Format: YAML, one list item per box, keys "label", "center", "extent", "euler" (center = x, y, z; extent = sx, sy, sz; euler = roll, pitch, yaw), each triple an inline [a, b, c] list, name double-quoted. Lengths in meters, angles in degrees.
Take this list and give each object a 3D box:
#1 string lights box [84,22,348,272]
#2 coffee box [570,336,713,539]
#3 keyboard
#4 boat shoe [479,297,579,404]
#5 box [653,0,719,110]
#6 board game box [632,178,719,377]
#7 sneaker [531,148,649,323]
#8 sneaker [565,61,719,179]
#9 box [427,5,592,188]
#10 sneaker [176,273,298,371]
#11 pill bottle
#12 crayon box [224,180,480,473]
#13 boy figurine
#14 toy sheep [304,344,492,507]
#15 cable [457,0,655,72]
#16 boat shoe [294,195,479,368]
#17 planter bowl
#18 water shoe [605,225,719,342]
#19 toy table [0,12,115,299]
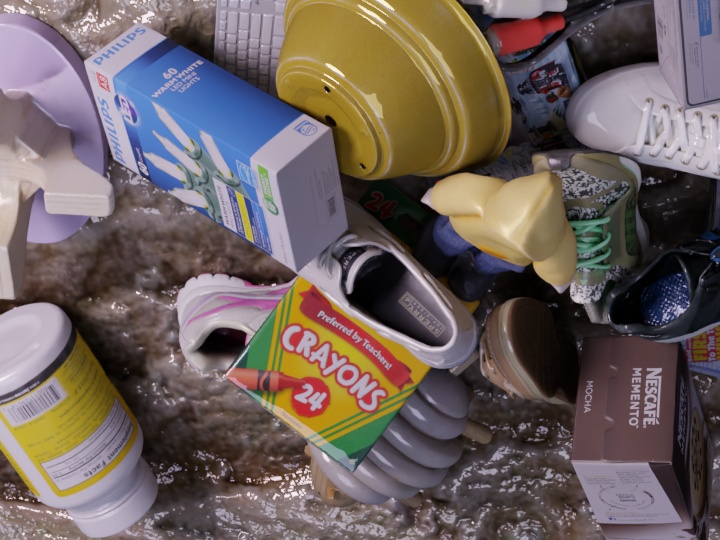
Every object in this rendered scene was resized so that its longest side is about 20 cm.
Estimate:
- label: "string lights box"
  center: [-0.104, -0.092, 1.169]
  extent: [0.200, 0.059, 0.103]
  euler: [31, 149, 31]
- label: "coffee box"
  center: [0.231, 0.149, 1.299]
  extent: [0.080, 0.113, 0.200]
  euler: [-2, 147, 20]
- label: "keyboard"
  center: [-0.082, -0.166, 1.216]
  extent: [0.056, 0.011, 0.201]
  euler: [8, 127, 1]
- label: "boat shoe"
  center: [0.124, 0.071, 1.279]
  extent: [0.064, 0.072, 0.200]
  euler: [-2, 162, 19]
- label: "box"
  center: [0.302, -0.191, 1.088]
  extent: [0.199, 0.060, 0.117]
  euler: [-12, 125, -1]
- label: "board game box"
  center: [0.318, 0.015, 1.265]
  extent: [0.199, 0.062, 0.201]
  euler: [2, 126, 5]
- label: "sneaker"
  center: [0.174, -0.022, 1.195]
  extent: [0.077, 0.089, 0.200]
  euler: [-3, 153, 22]
- label: "sneaker"
  center: [0.250, -0.102, 1.155]
  extent: [0.199, 0.085, 0.073]
  euler: [4, 113, -7]
- label: "box"
  center: [0.092, -0.145, 1.189]
  extent: [0.136, 0.040, 0.200]
  euler: [-14, 123, 17]
- label: "sneaker"
  center: [-0.060, 0.052, 1.325]
  extent: [0.199, 0.088, 0.082]
  euler: [-6, 125, 12]
- label: "pill bottle"
  center: [-0.257, 0.135, 1.399]
  extent: [0.111, 0.111, 0.200]
  euler: [-16, 122, 18]
- label: "crayon box"
  center: [0.002, 0.039, 1.257]
  extent: [0.127, 0.051, 0.200]
  euler: [36, 90, -3]
- label: "boy figurine"
  center: [0.104, -0.024, 1.145]
  extent: [0.124, 0.065, 0.200]
  euler: [35, 167, -9]
- label: "toy sheep"
  center: [0.031, 0.126, 1.348]
  extent: [0.138, 0.138, 0.200]
  euler: [36, 109, -18]
- label: "cable"
  center: [0.159, -0.183, 1.108]
  extent: [0.199, 0.050, 0.097]
  euler: [-6, 118, -10]
- label: "boat shoe"
  center: [0.000, 0.000, 1.185]
  extent: [0.200, 0.066, 0.072]
  euler: [43, 91, 17]
- label: "planter bowl"
  center: [0.002, -0.126, 1.126]
  extent: [0.200, 0.083, 0.201]
  euler: [35, 152, 22]
- label: "water shoe"
  center: [0.267, 0.001, 1.161]
  extent: [0.079, 0.072, 0.200]
  euler: [-1, 152, -49]
- label: "toy table"
  center: [-0.267, -0.082, 1.238]
  extent: [0.183, 0.117, 0.201]
  euler: [-6, 124, 12]
